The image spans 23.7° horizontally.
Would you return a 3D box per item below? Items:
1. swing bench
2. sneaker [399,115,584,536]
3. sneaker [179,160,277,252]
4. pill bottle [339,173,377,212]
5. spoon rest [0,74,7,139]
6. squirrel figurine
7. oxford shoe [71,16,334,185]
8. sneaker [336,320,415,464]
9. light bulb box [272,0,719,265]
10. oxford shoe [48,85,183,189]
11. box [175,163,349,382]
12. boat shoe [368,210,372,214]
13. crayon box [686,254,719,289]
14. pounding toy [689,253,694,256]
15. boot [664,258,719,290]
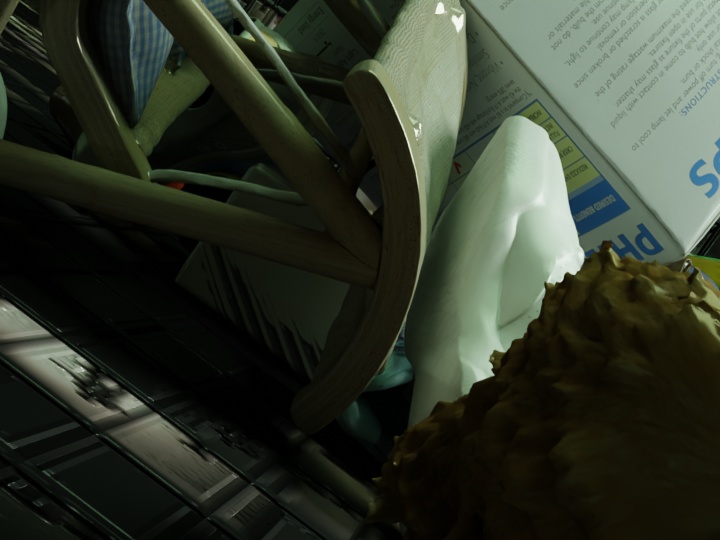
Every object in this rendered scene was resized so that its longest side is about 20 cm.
[{"bbox_3d":[-0.044,-0.076,0.641,0.199,0.130,0.199,33,22,-6],"label":"swing bench"},{"bbox_3d":[0.067,0.031,0.628,0.088,0.075,0.201,21,47,-13],"label":"sneaker"},{"bbox_3d":[0.000,0.000,0.881,0.200,0.066,0.078,35,31,2],"label":"sneaker"},{"bbox_3d":[0.025,-0.006,1.174,0.104,0.105,0.200,36,3,13],"label":"pill bottle"},{"bbox_3d":[-0.231,-0.127,0.758,0.200,0.061,0.099,49,3,-6],"label":"spoon rest"},{"bbox_3d":[0.101,0.083,0.414,0.200,0.142,0.187,39,-3,14],"label":"squirrel figurine"},{"bbox_3d":[-0.088,-0.082,0.831,0.058,0.076,0.199,37,-24,-29],"label":"oxford shoe"},{"bbox_3d":[0.070,0.091,0.668,0.199,0.078,0.086,31,16,8],"label":"sneaker"},{"bbox_3d":[0.077,-0.095,0.835,0.200,0.125,0.198,48,-25,-5],"label":"light bulb box"},{"bbox_3d":[-0.118,-0.079,1.037,0.073,0.072,0.200,31,2,19],"label":"oxford shoe"},{"bbox_3d":[0.018,0.036,0.787,0.199,0.069,0.082,36,4,5],"label":"box"},{"bbox_3d":[-0.021,-0.012,0.960,0.199,0.069,0.074,34,13,25],"label":"boat shoe"},{"bbox_3d":[0.181,0.053,0.977,0.199,0.120,0.058,12,-8,42],"label":"crayon box"},{"bbox_3d":[0.168,0.045,1.164,0.200,0.185,0.142,33,-5,-42],"label":"pounding toy"},{"bbox_3d":[0.164,0.092,0.750,0.201,0.074,0.097,64,35,-19],"label":"boot"}]
